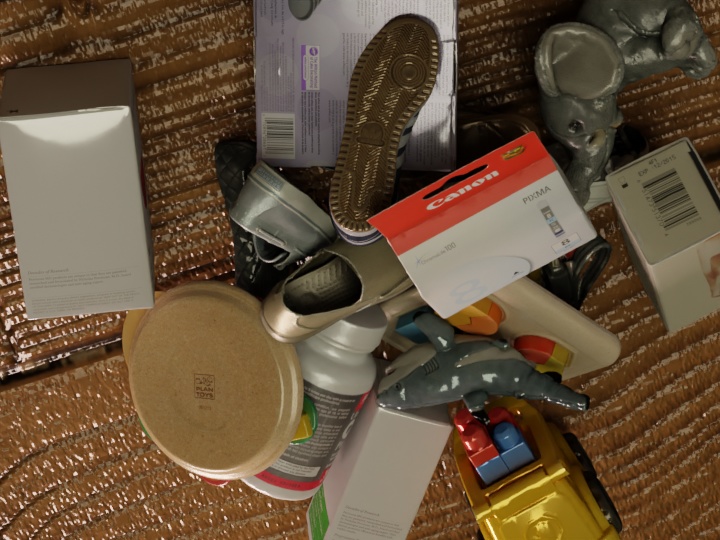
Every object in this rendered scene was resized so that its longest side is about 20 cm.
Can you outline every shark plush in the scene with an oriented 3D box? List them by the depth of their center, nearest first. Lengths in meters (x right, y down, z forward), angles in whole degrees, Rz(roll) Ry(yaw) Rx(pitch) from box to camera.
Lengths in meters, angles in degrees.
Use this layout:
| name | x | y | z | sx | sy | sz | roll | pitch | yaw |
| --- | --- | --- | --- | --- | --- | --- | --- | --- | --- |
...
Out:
| name | x | y | z | sx | sy | sz | roll | pitch | yaw |
| --- | --- | --- | --- | --- | --- | --- | --- | --- | --- |
| shark plush | 0.119 | 0.113 | 1.732 | 0.199 | 0.084 | 0.091 | 16 | 153 | 11 |

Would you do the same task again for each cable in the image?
| name | x | y | z | sx | sy | sz | roll | pitch | yaw |
| --- | --- | --- | --- | --- | --- | --- | --- | --- | --- |
| cable | 0.200 | 0.019 | 1.794 | 0.097 | 0.050 | 0.200 | -22 | 143 | -7 |

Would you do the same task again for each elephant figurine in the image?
| name | x | y | z | sx | sy | sz | roll | pitch | yaw |
| --- | --- | --- | --- | --- | --- | --- | --- | --- | --- |
| elephant figurine | 0.210 | -0.179 | 1.650 | 0.200 | 0.155 | 0.142 | -34 | 142 | 4 |

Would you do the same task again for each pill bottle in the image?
| name | x | y | z | sx | sy | sz | roll | pitch | yaw |
| --- | --- | --- | --- | --- | --- | --- | --- | --- | --- |
| pill bottle | -0.051 | 0.116 | 1.784 | 0.110 | 0.111 | 0.201 | 20 | 113 | -16 |

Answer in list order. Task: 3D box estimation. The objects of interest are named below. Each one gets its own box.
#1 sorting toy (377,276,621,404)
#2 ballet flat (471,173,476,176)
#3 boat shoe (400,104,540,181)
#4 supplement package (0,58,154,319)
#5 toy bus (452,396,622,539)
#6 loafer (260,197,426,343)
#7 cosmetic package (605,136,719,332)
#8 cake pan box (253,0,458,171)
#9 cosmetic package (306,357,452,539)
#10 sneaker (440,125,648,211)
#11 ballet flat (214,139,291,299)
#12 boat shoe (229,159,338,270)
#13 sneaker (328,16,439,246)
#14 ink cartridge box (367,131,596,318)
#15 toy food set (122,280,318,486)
| name | x | y | z | sx | sy | sz | roll | pitch | yaw |
| --- | --- | --- | --- | --- | --- | --- | --- | --- | --- |
| sorting toy | 0.124 | 0.067 | 1.768 | 0.185 | 0.037 | 0.200 | 32 | 147 | -20 |
| ballet flat | 0.108 | -0.032 | 1.731 | 0.062 | 0.067 | 0.200 | 40 | 153 | 11 |
| boat shoe | 0.070 | -0.125 | 1.700 | 0.199 | 0.072 | 0.073 | -1 | 103 | 9 |
| supplement package | -0.255 | -0.074 | 1.656 | 0.119 | 0.121 | 0.201 | -6 | 118 | -4 |
| toy bus | 0.149 | 0.194 | 1.794 | 0.135 | 0.200 | 0.192 | -30 | 118 | 7 |
| loafer | 0.000 | 0.000 | 1.666 | 0.200 | 0.068 | 0.076 | -35 | 87 | -10 |
| cosmetic package | 0.296 | -0.030 | 1.702 | 0.087 | 0.104 | 0.200 | -26 | 158 | 4 |
| cake pan box | -0.002 | -0.183 | 1.631 | 0.183 | 0.052 | 0.201 | 1 | 104 | 9 |
| cosmetic package | 0.017 | 0.203 | 1.839 | 0.084 | 0.108 | 0.201 | 14 | 113 | -13 |
| sneaker | 0.176 | -0.083 | 1.738 | 0.199 | 0.075 | 0.081 | -5 | 129 | -2 |
| ballet flat | -0.103 | -0.034 | 1.743 | 0.057 | 0.066 | 0.201 | 15 | 120 | 30 |
| boat shoe | -0.072 | -0.041 | 1.673 | 0.070 | 0.201 | 0.072 | 41 | 89 | 21 |
| sneaker | 0.018 | -0.116 | 1.593 | 0.070 | 0.109 | 0.201 | 16 | 77 | 5 |
| ink cartridge box | 0.108 | -0.036 | 1.560 | 0.160 | 0.047 | 0.200 | -28 | 159 | 9 |
| toy food set | -0.138 | 0.107 | 1.737 | 0.199 | 0.049 | 0.199 | -14 | 93 | 28 |
